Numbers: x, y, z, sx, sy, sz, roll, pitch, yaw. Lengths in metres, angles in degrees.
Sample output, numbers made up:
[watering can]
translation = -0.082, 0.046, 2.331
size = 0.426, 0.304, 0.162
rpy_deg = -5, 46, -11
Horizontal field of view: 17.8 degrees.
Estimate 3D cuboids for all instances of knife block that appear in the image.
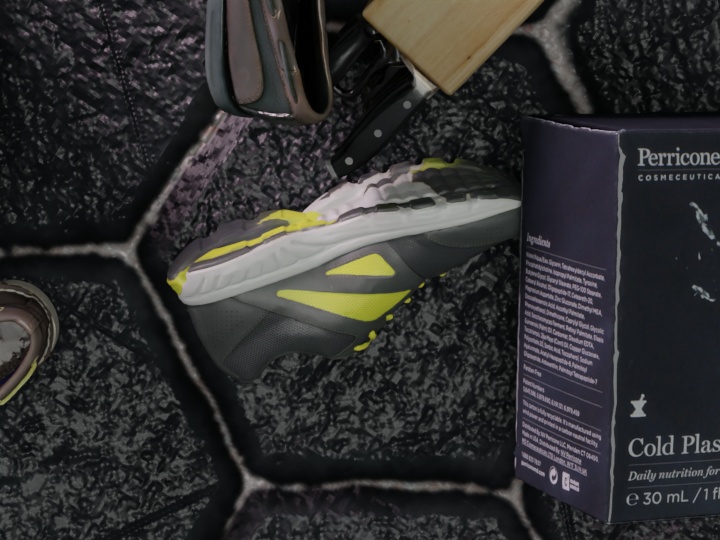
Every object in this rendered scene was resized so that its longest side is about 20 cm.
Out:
[knife block]
translation = 0.046, -0.135, 1.168
size = 0.064, 0.200, 0.176
rpy_deg = 42, 66, -8

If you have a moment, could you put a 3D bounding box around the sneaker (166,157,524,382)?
[sneaker]
translation = 0.000, 0.000, 1.243
size = 0.200, 0.074, 0.085
rpy_deg = -15, 112, 5

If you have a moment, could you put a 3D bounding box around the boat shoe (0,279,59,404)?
[boat shoe]
translation = -0.253, 0.075, 1.243
size = 0.200, 0.060, 0.072
rpy_deg = -32, 99, 3

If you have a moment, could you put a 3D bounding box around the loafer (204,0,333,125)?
[loafer]
translation = -0.037, -0.168, 1.131
size = 0.063, 0.072, 0.200
rpy_deg = 19, 120, 38

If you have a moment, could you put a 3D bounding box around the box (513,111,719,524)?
[box]
translation = 0.192, 0.018, 1.193
size = 0.200, 0.124, 0.197
rpy_deg = -3, 97, -20
